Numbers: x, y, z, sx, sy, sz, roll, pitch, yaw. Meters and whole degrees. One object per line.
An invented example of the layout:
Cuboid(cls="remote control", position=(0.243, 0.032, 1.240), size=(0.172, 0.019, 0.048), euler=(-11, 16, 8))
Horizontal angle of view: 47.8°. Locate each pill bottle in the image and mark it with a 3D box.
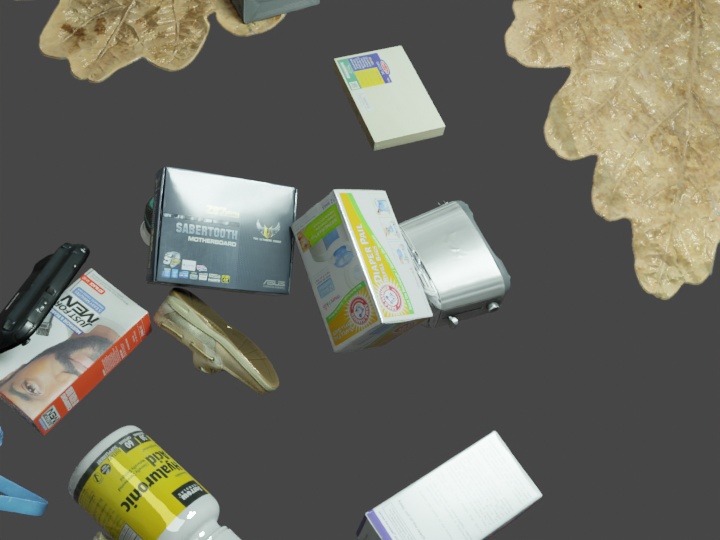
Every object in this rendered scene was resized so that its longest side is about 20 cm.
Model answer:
Cuboid(cls="pill bottle", position=(-0.239, 0.288, 0.965), size=(0.200, 0.111, 0.111), euler=(38, 62, 14))

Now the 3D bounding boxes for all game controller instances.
Cuboid(cls="game controller", position=(-0.434, 0.038, 1.082), size=(0.042, 0.104, 0.200), euler=(47, 33, -23))

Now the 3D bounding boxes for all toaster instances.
Cuboid(cls="toaster", position=(0.118, -0.012, 1.193), size=(0.129, 0.114, 0.200), euler=(-20, 66, -16))

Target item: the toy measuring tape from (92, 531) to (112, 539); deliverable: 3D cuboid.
Cuboid(cls="toy measuring tape", position=(-0.360, 0.380, 0.914), size=(0.073, 0.074, 0.200), euler=(29, 63, 10))

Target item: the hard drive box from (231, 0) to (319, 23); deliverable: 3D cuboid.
Cuboid(cls="hard drive box", position=(-0.185, -0.569, 1.510), size=(0.156, 0.077, 0.200), euler=(-22, 64, -20))

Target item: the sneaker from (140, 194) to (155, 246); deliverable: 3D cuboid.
Cuboid(cls="sneaker", position=(-0.225, -0.065, 1.190), size=(0.199, 0.091, 0.078), euler=(5, 56, -6))

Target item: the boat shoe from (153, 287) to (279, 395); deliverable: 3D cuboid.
Cuboid(cls="boat shoe", position=(-0.198, 0.108, 1.111), size=(0.200, 0.072, 0.065), euler=(39, 98, 8))

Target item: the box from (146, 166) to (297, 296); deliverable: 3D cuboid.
Cuboid(cls="box", position=(-0.192, -0.051, 1.141), size=(0.200, 0.051, 0.158), euler=(8, 82, -28))

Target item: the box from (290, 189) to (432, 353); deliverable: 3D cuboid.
Cuboid(cls="box", position=(0.000, 0.000, 1.133), size=(0.101, 0.112, 0.200), euler=(-4, 68, -44))

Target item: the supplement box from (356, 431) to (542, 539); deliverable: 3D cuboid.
Cuboid(cls="supplement box", position=(0.108, 0.302, 1.008), size=(0.200, 0.101, 0.103), euler=(-28, 67, -22))

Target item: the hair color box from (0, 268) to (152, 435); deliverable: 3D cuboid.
Cuboid(cls="hair color box", position=(-0.390, 0.105, 1.083), size=(0.111, 0.064, 0.200), euler=(35, 62, 13))

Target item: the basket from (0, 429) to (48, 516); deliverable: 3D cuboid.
Cuboid(cls="basket", position=(-0.478, 0.229, 0.939), size=(0.200, 0.176, 0.139), euler=(17, 72, 19))

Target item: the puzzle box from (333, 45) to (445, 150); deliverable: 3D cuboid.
Cuboid(cls="puzzle box", position=(0.047, -0.302, 1.409), size=(0.133, 0.025, 0.200), euler=(-15, 62, -16))
